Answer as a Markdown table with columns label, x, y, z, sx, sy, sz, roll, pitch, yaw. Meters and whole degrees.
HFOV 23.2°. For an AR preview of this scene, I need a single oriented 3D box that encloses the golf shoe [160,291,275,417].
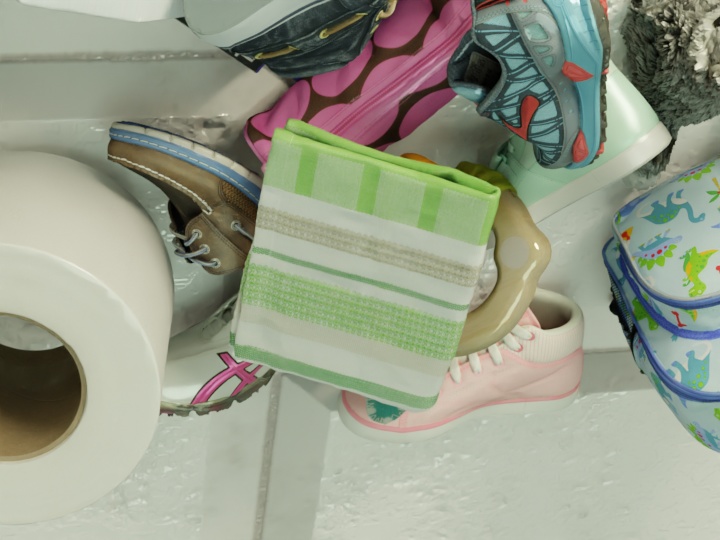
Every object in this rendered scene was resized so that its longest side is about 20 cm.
| label | x | y | z | sx | sy | sz | roll | pitch | yaw |
| --- | --- | --- | --- | --- | --- | --- | --- | --- | --- |
| golf shoe | -0.078 | 0.039 | 1.260 | 0.198 | 0.073 | 0.093 | -18 | 125 | -14 |

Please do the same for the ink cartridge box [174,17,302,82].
| label | x | y | z | sx | sy | sz | roll | pitch | yaw |
| --- | --- | --- | --- | --- | --- | --- | --- | --- | --- |
| ink cartridge box | -0.077 | -0.188 | 1.083 | 0.199 | 0.037 | 0.095 | 30 | 116 | -37 |

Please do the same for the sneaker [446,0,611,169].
| label | x | y | z | sx | sy | sz | roll | pitch | yaw |
| --- | --- | --- | --- | --- | --- | --- | --- | --- | --- |
| sneaker | 0.099 | -0.124 | 1.058 | 0.094 | 0.080 | 0.200 | -5 | 154 | 4 |

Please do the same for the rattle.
| label | x | y | z | sx | sy | sz | roll | pitch | yaw |
| --- | --- | --- | --- | --- | --- | --- | --- | --- | --- |
| rattle | 0.022 | 0.020 | 1.163 | 0.200 | 0.143 | 0.131 | -40 | 87 | 20 |

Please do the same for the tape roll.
| label | x | y | z | sx | sy | sz | roll | pitch | yaw |
| --- | --- | --- | --- | --- | --- | --- | --- | --- | --- |
| tape roll | -0.222 | 0.042 | 1.134 | 0.200 | 0.140 | 0.205 | 0 | 117 | -1 |

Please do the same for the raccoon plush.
| label | x | y | z | sx | sy | sz | roll | pitch | yaw |
| --- | --- | --- | --- | --- | --- | --- | --- | --- | --- |
| raccoon plush | 0.239 | -0.107 | 1.177 | 0.096 | 0.135 | 0.202 | -11 | 132 | -8 |

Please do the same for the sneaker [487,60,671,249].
| label | x | y | z | sx | sy | sz | roll | pitch | yaw |
| --- | --- | --- | --- | --- | --- | --- | --- | --- | --- |
| sneaker | 0.108 | -0.094 | 1.212 | 0.200 | 0.074 | 0.119 | -31 | 94 | 39 |

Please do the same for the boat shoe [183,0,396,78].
| label | x | y | z | sx | sy | sz | roll | pitch | yaw |
| --- | --- | --- | --- | --- | --- | --- | --- | --- | --- |
| boat shoe | 0.001 | -0.172 | 0.990 | 0.199 | 0.072 | 0.091 | -20 | 157 | 29 |

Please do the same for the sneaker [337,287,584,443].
| label | x | y | z | sx | sy | sz | roll | pitch | yaw |
| --- | --- | --- | --- | --- | --- | --- | --- | --- | --- |
| sneaker | 0.080 | 0.062 | 1.320 | 0.198 | 0.076 | 0.105 | -8 | 134 | -17 |

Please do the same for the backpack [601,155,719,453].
| label | x | y | z | sx | sy | sz | roll | pitch | yaw |
| --- | --- | --- | --- | --- | --- | --- | --- | --- | --- |
| backpack | 0.274 | 0.020 | 1.254 | 0.181 | 0.201 | 0.147 | -25 | 133 | 7 |

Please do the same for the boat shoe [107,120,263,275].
| label | x | y | z | sx | sy | sz | roll | pitch | yaw |
| --- | --- | --- | --- | --- | --- | --- | --- | --- | --- |
| boat shoe | -0.088 | -0.033 | 1.167 | 0.199 | 0.072 | 0.073 | 27 | 87 | -28 |

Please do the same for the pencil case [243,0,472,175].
| label | x | y | z | sx | sy | sz | roll | pitch | yaw |
| --- | --- | --- | --- | --- | --- | --- | --- | --- | --- |
| pencil case | 0.020 | -0.121 | 1.124 | 0.200 | 0.094 | 0.091 | -40 | 86 | 15 |

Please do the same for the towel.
| label | x | y | z | sx | sy | sz | roll | pitch | yaw |
| --- | --- | --- | --- | --- | --- | --- | --- | --- | --- |
| towel | 0.000 | 0.000 | 1.118 | 0.147 | 0.031 | 0.201 | 16 | 133 | 1 |

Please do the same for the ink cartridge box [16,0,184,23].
| label | x | y | z | sx | sy | sz | roll | pitch | yaw |
| --- | --- | --- | --- | --- | --- | --- | --- | --- | --- |
| ink cartridge box | -0.089 | -0.218 | 0.997 | 0.198 | 0.047 | 0.162 | 6 | 115 | -26 |
